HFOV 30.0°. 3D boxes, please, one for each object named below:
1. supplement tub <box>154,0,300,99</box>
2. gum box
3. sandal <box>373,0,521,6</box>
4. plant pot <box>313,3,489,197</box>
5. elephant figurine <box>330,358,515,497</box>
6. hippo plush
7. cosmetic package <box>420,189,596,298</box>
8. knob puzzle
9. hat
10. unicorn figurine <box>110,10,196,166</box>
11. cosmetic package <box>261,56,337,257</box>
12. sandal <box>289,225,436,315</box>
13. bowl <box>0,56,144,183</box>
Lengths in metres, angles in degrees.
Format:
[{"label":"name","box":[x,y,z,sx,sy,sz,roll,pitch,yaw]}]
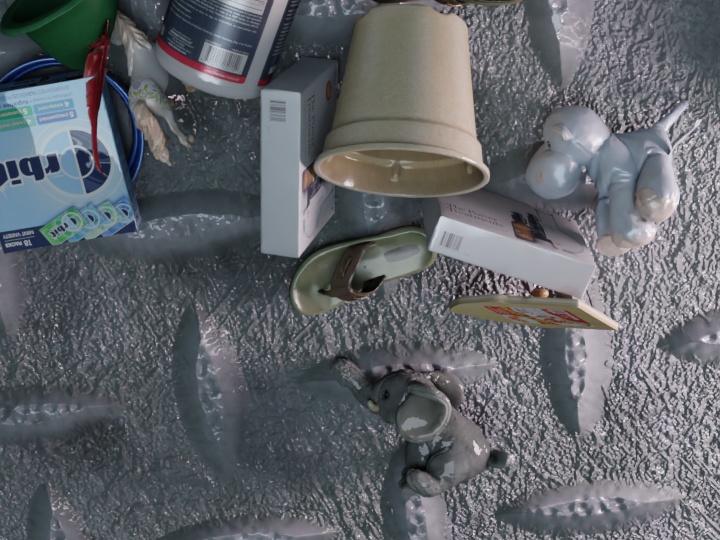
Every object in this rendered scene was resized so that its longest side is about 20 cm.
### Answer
[{"label":"supplement tub","box":[-0.142,-0.309,1.527,0.140,0.140,0.200,19,112,-9]},{"label":"gum box","box":[-0.370,-0.131,1.612,0.170,0.045,0.200,-10,113,3]},{"label":"sandal","box":[0.101,-0.343,1.564,0.201,0.057,0.080,4,83,15]},{"label":"plant pot","box":[0.052,-0.197,1.543,0.200,0.200,0.184,4,78,-3]},{"label":"elephant figurine","box":[0.079,0.187,1.767,0.155,0.141,0.200,-23,98,-22]},{"label":"hippo plush","box":[0.290,-0.126,1.605,0.161,0.159,0.200,23,112,-12]},{"label":"cosmetic package","box":[0.177,-0.044,1.644,0.200,0.151,0.052,17,110,-9]},{"label":"knob puzzle","box":[0.205,0.043,1.687,0.219,0.220,0.030,7,81,-4]},{"label":"hat","box":[-0.301,-0.252,1.543,0.200,0.166,0.176,-44,122,-14]},{"label":"unicorn figurine","box":[-0.251,-0.227,1.578,0.074,0.200,0.137,-33,138,7]},{"label":"cosmetic package","box":[-0.072,-0.136,1.590,0.052,0.151,0.200,7,115,11]},{"label":"sandal","box":[0.000,-0.001,1.703,0.201,0.057,0.080,-23,112,9]},{"label":"bowl","box":[-0.363,-0.167,1.642,0.200,0.039,0.201,-1,114,-1]}]
